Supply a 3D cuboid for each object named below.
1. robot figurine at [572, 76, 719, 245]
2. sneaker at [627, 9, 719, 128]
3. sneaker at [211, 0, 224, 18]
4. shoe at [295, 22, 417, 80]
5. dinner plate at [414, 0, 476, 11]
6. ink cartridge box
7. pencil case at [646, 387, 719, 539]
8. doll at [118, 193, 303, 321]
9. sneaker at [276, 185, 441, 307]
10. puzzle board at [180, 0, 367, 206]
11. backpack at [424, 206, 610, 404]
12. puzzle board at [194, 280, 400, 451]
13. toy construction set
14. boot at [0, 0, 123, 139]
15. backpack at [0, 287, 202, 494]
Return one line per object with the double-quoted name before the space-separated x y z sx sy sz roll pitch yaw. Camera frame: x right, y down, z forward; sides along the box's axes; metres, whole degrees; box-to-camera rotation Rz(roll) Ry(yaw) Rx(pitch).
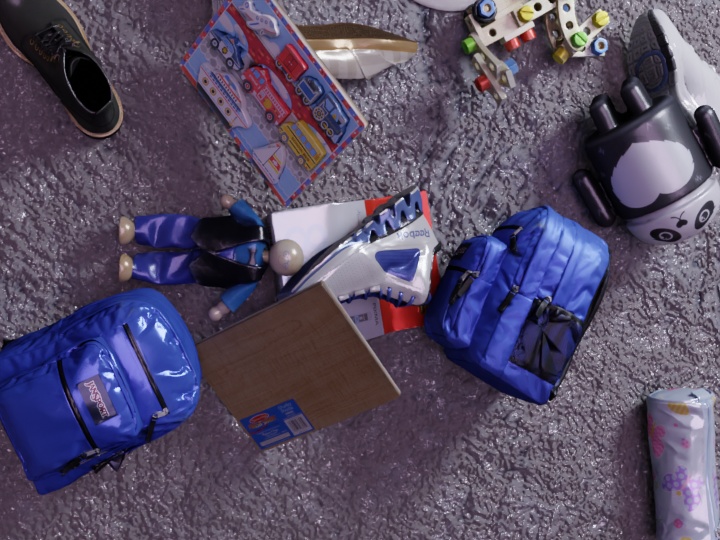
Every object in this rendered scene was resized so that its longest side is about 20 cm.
"robot figurine" 0.347 -0.128 1.172 0.124 0.150 0.202 -34 98 -28
"sneaker" 0.401 -0.234 1.217 0.087 0.074 0.202 -36 105 -24
"sneaker" -0.134 -0.310 1.068 0.074 0.087 0.202 -27 98 -15
"shoe" -0.021 -0.243 1.098 0.198 0.070 0.054 -7 122 -35
"dinner plate" 0.106 -0.412 1.163 0.197 0.024 0.204 0 90 -16
"ink cartridge box" 0.000 0.000 1.123 0.197 0.047 0.163 -10 92 -12
"pencil case" 0.401 0.245 1.206 0.082 0.091 0.204 -6 91 -14
"doll" -0.160 -0.014 1.062 0.196 0.048 0.139 1 90 0
"sneaker" 0.017 0.008 1.068 0.199 0.080 0.116 -38 98 -16
"puzzle board" -0.099 -0.187 1.035 0.201 0.150 0.017 53 38 4
"backpack" 0.180 0.025 1.102 0.167 0.162 0.202 32 84 -13
"puzzle board" -0.074 0.107 1.051 0.198 0.017 0.152 -25 109 29
"toy construction set" 0.196 -0.276 1.157 0.199 0.092 0.132 -32 98 -23
"boot" -0.309 -0.234 0.996 0.077 0.138 0.201 -42 98 -10
"backpack" -0.259 0.121 0.993 0.198 0.168 0.164 -25 103 -6
